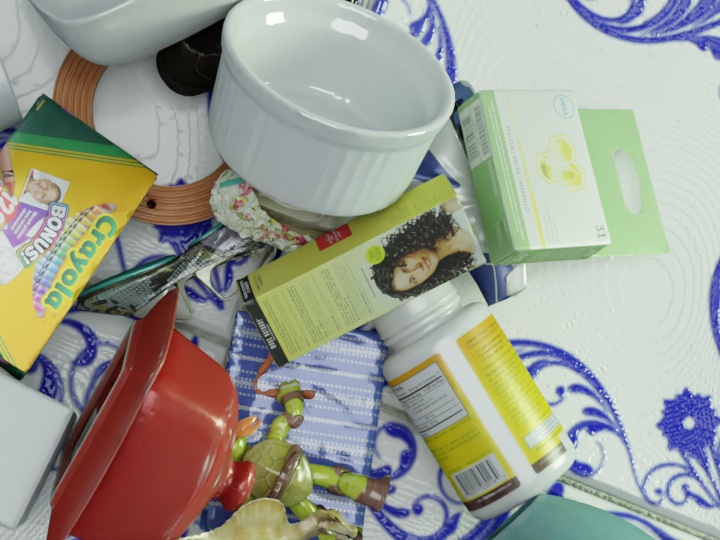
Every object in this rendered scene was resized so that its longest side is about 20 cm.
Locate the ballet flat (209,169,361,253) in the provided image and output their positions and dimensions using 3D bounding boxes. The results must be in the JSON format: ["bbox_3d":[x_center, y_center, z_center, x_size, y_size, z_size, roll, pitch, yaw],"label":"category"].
[{"bbox_3d":[-0.036,-0.043,1.517,0.198,0.064,0.077,13,67,-34],"label":"ballet flat"}]

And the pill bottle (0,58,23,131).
[{"bbox_3d":[-0.390,-0.129,1.493,0.198,0.111,0.112,-22,88,-9],"label":"pill bottle"}]

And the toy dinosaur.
[{"bbox_3d":[-0.101,0.228,1.452,0.198,0.058,0.102,-2,122,-36],"label":"toy dinosaur"}]

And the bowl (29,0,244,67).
[{"bbox_3d":[-0.183,-0.250,1.511,0.198,0.200,0.075,-27,127,-10],"label":"bowl"}]

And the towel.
[{"bbox_3d":[-0.056,0.143,1.558,0.143,0.024,0.203,9,83,-8],"label":"towel"}]

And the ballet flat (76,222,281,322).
[{"bbox_3d":[-0.145,0.005,1.536,0.199,0.072,0.073,-28,89,-9],"label":"ballet flat"}]

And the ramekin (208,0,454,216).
[{"bbox_3d":[-0.030,-0.135,1.472,0.198,0.201,0.098,20,126,-6],"label":"ramekin"}]

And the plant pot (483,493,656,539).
[{"bbox_3d":[0.160,0.269,1.495,0.200,0.200,0.135,-40,83,-9],"label":"plant pot"}]

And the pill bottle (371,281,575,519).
[{"bbox_3d":[0.092,0.105,1.539,0.109,0.109,0.201,-32,90,-9],"label":"pill bottle"}]

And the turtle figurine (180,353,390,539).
[{"bbox_3d":[-0.056,0.168,1.514,0.160,0.064,0.202,28,79,-7],"label":"turtle figurine"}]

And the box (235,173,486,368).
[{"bbox_3d":[0.000,0.000,1.490,0.198,0.050,0.076,-28,119,1],"label":"box"}]

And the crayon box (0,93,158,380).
[{"bbox_3d":[-0.270,-0.026,1.460,0.118,0.058,0.201,34,75,-8],"label":"crayon box"}]

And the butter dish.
[{"bbox_3d":[-0.153,0.146,1.442,0.147,0.200,0.201,29,102,-11],"label":"butter dish"}]

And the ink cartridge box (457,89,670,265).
[{"bbox_3d":[0.189,-0.083,1.554,0.198,0.048,0.147,-4,74,-29],"label":"ink cartridge box"}]

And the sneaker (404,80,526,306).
[{"bbox_3d":[0.069,-0.058,1.573,0.114,0.081,0.202,-16,80,-5],"label":"sneaker"}]

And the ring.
[{"bbox_3d":[-0.170,-0.135,1.555,0.198,0.019,0.203,4,74,-14],"label":"ring"}]

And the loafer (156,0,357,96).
[{"bbox_3d":[-0.082,-0.213,1.553,0.199,0.071,0.073,-31,85,-21],"label":"loafer"}]

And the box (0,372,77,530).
[{"bbox_3d":[-0.343,0.119,1.455,0.198,0.152,0.107,27,81,-4],"label":"box"}]
